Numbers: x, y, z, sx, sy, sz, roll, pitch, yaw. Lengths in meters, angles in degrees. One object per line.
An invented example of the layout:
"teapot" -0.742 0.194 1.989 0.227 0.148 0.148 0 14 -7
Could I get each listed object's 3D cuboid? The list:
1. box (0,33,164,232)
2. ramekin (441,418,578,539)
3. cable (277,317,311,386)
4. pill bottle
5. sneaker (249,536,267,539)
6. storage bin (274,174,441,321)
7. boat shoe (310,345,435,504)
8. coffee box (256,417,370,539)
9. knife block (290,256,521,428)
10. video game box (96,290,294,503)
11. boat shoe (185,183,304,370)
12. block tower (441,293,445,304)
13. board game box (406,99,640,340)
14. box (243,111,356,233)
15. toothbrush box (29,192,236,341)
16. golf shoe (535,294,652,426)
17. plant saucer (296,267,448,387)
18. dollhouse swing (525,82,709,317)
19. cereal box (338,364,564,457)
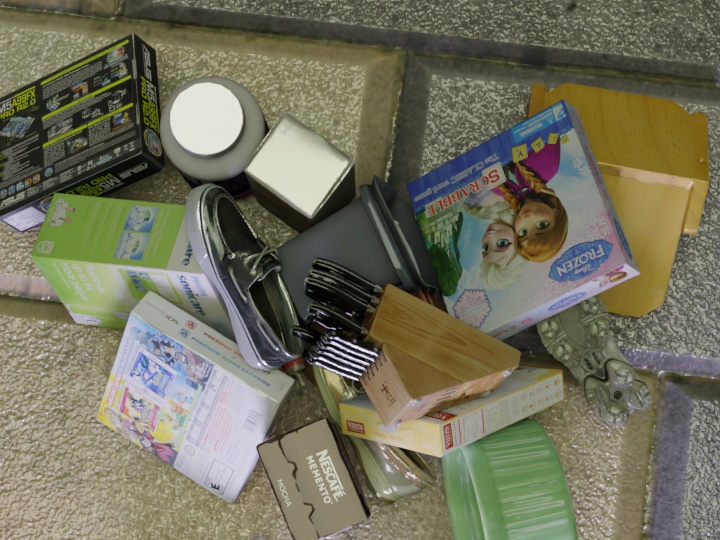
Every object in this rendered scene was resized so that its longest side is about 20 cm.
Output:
"box" -0.310 -0.149 1.716 0.200 0.044 0.161 -22 58 22
"ramekin" 0.156 0.251 1.643 0.097 0.200 0.201 -10 82 -7
"cable" -0.111 0.046 1.733 0.097 0.050 0.200 -29 86 41
"pill bottle" -0.154 -0.143 1.696 0.112 0.200 0.113 0 83 1
"sneaker" -0.165 0.375 1.695 0.200 0.077 0.082 -37 90 -3
"storage bin" 0.000 0.000 1.651 0.134 0.200 0.146 -27 83 9
"boat shoe" 0.011 0.156 1.696 0.063 0.073 0.201 -25 99 15
"coffee box" -0.045 0.222 1.646 0.080 0.200 0.113 -22 83 -1
"knife block" 0.036 0.056 1.542 0.200 0.064 0.176 -14 67 -34
"video game box" -0.180 0.138 1.673 0.182 0.200 0.047 30 46 3
"boat shoe" -0.107 0.002 1.573 0.071 0.072 0.200 -16 102 42
"block tower" 0.180 -0.008 1.694 0.200 0.054 0.058 -38 115 25
"board game box" 0.165 -0.045 1.633 0.200 0.041 0.200 -28 64 22
"box" -0.062 -0.095 1.687 0.095 0.200 0.078 36 85 6
"toothbrush box" -0.227 -0.003 1.677 0.199 0.146 0.086 5 60 15
"golf shoe" 0.236 0.072 1.689 0.078 0.097 0.200 -28 108 3
"plant saucer" 0.013 0.051 1.750 0.200 0.035 0.201 0 82 1
"dollhouse swing" 0.272 -0.079 1.761 0.199 0.176 0.182 9 42 3
"cereal box" 0.096 0.138 1.636 0.200 0.144 0.040 -18 107 -42
